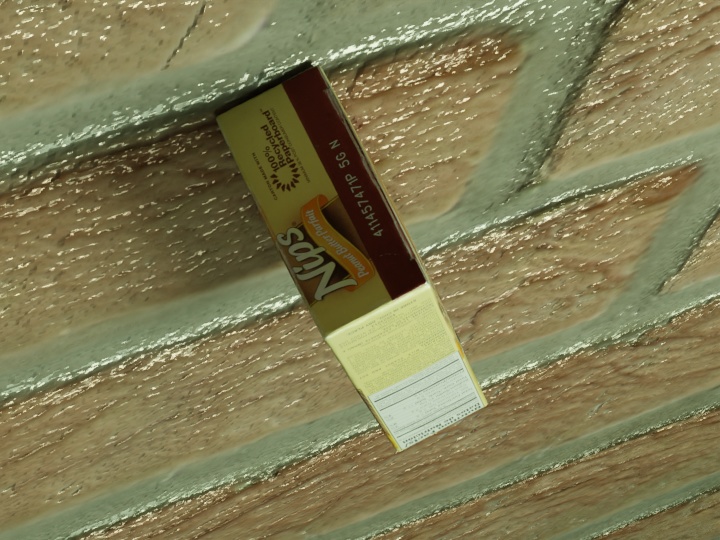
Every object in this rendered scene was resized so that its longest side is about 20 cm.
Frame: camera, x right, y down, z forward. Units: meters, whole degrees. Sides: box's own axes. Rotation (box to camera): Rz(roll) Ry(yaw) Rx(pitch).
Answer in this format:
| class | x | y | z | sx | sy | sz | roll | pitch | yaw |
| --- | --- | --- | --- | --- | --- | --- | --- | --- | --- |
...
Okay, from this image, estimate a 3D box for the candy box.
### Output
| class | x | y | z | sx | sy | sz | roll | pitch | yaw |
| --- | --- | --- | --- | --- | --- | --- | --- | --- | --- |
| candy box | 0.000 | 0.000 | 1.093 | 0.055 | 0.116 | 0.200 | -27 | 160 | 2 |
